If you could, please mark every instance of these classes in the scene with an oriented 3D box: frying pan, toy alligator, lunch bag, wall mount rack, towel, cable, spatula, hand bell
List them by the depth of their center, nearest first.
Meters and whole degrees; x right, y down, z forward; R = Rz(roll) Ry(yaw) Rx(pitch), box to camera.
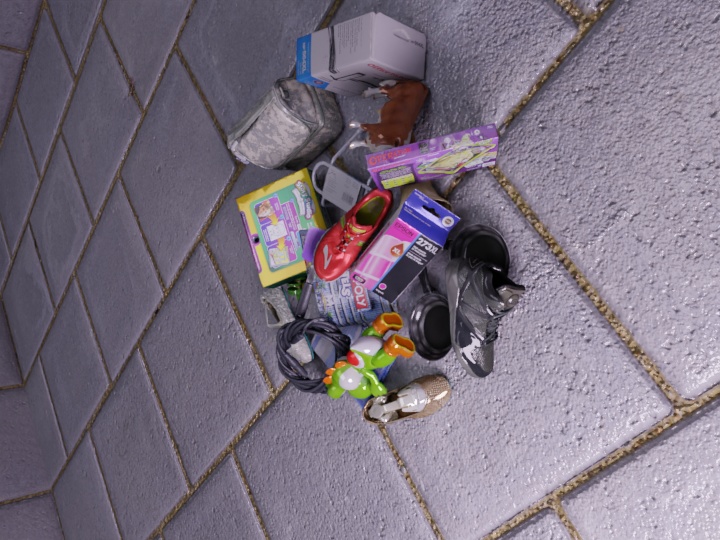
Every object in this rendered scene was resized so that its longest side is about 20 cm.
[{"bbox_3d":[0.169,-0.019,1.041,0.189,0.031,0.116,0,96,42],"label":"frying pan"},{"bbox_3d":[0.115,0.069,1.094,0.115,0.031,0.191,-49,51,35],"label":"frying pan"},{"bbox_3d":[0.092,-0.183,1.101,0.104,0.104,0.201,-32,57,40],"label":"hand bell"},{"bbox_3d":[-0.093,0.014,1.158,0.056,0.021,0.201,17,121,-1],"label":"spatula"},{"bbox_3d":[-0.004,-0.181,1.196,0.200,0.074,0.175,36,118,39],"label":"wall mount rack"},{"bbox_3d":[-0.094,0.163,1.227,0.162,0.051,0.201,19,129,18],"label":"cable"},{"bbox_3d":[-0.022,0.163,1.248,0.200,0.024,0.147,46,122,34],"label":"towel"},{"bbox_3d":[-0.162,-0.301,1.280,0.200,0.167,0.140,-32,69,41],"label":"lunch bag"},{"bbox_3d":[-0.130,-0.016,1.331,0.059,0.054,0.202,12,99,44],"label":"toy alligator"}]

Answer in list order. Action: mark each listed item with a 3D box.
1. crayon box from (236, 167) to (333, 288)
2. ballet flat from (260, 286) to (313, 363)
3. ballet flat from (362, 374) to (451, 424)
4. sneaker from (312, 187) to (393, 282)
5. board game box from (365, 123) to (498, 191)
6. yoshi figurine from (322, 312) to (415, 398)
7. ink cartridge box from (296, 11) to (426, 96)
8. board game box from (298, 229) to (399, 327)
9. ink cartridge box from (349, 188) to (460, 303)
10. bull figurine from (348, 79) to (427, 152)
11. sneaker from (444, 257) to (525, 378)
[{"bbox_3d":[-0.147,-0.086,1.285,0.172,0.058,0.201,-20,81,14],"label":"crayon box"},{"bbox_3d":[-0.169,0.125,1.362,0.072,0.071,0.201,-48,57,34],"label":"ballet flat"},{"bbox_3d":[0.077,0.242,1.121,0.200,0.065,0.071,-35,69,40],"label":"ballet flat"},{"bbox_3d":[-0.016,-0.068,1.072,0.077,0.085,0.200,37,89,-1],"label":"sneaker"},{"bbox_3d":[0.115,-0.174,0.976,0.199,0.120,0.033,-12,82,8],"label":"board game box"},{"bbox_3d":[0.020,0.171,1.142,0.112,0.112,0.200,43,119,-2],"label":"yoshi figurine"},{"bbox_3d":[-0.001,-0.388,1.132,0.199,0.145,0.085,4,92,45],"label":"ink cartridge box"},{"bbox_3d":[0.000,0.000,1.164,0.199,0.062,0.201,-12,89,25],"label":"board game box"},{"bbox_3d":[0.072,-0.036,1.051,0.200,0.094,0.037,-51,14,31],"label":"ink cartridge box"},{"bbox_3d":[0.048,-0.256,1.090,0.121,0.065,0.201,15,64,21],"label":"bull figurine"},{"bbox_3d":[0.201,0.078,0.974,0.114,0.076,0.201,1,102,45],"label":"sneaker"}]
